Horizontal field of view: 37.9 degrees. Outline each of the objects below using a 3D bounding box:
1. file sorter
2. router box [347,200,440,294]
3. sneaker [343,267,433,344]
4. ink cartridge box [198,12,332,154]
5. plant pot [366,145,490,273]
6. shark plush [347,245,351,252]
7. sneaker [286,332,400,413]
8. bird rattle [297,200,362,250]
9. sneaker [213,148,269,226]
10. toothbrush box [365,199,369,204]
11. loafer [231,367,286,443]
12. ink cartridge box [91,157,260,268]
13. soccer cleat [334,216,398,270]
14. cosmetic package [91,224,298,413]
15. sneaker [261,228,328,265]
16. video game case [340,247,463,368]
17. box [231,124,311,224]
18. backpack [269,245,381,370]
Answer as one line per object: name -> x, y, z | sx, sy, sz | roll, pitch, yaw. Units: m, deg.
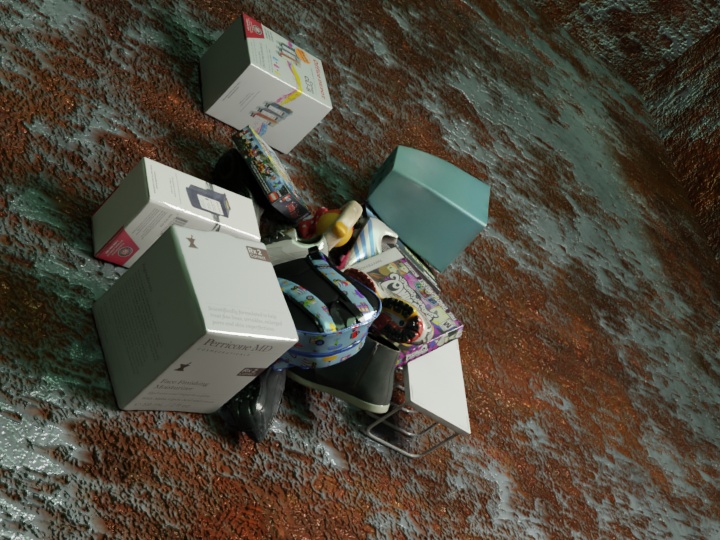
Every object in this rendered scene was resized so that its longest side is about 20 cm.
file sorter -> 0.083, 0.190, 1.747 | 0.138, 0.124, 0.201 | 31, 36, -31
router box -> 0.056, -0.029, 1.955 | 0.200, 0.062, 0.150 | 44, 10, -13
sneaker -> 0.032, 0.064, 1.641 | 0.200, 0.078, 0.082 | 35, 6, 37
ink cartridge box -> -0.177, -0.344, 1.951 | 0.199, 0.144, 0.146 | 24, 39, -38
plant pot -> 0.119, -0.130, 1.966 | 0.199, 0.141, 0.142 | 33, 34, -13
shark plush -> -0.006, 0.040, 1.883 | 0.083, 0.091, 0.201 | 53, 4, -49
sneaker -> -0.032, 0.132, 1.601 | 0.199, 0.107, 0.075 | 20, 9, 19
bird rattle -> -0.053, -0.057, 1.801 | 0.113, 0.163, 0.200 | 52, 35, -3
sneaker -> -0.188, -0.116, 1.771 | 0.091, 0.076, 0.201 | 31, 38, -43
toothbrush box -> 0.092, -0.122, 2.126 | 0.146, 0.085, 0.200 | 46, 32, -7
loafer -> -0.145, 0.171, 1.537 | 0.201, 0.068, 0.071 | -79, 154, -58
ink cartridge box -> -0.268, -0.062, 1.531 | 0.199, 0.145, 0.085 | 20, 42, -40
soccer cleat -> 0.000, 0.000, 1.807 | 0.086, 0.070, 0.201 | 27, 70, 0
cosmetic package -> -0.223, 0.070, 1.398 | 0.164, 0.200, 0.166 | 10, 49, -47
sneaker -> -0.145, -0.032, 1.673 | 0.198, 0.080, 0.074 | 4, 15, -16
video game case -> 0.039, 0.065, 1.706 | 0.180, 0.036, 0.200 | -22, 55, -26
box -> -0.151, -0.161, 1.806 | 0.137, 0.038, 0.200 | 59, 3, 10
backpack -> -0.071, 0.071, 1.500 | 0.182, 0.136, 0.199 | -18, 34, -36
